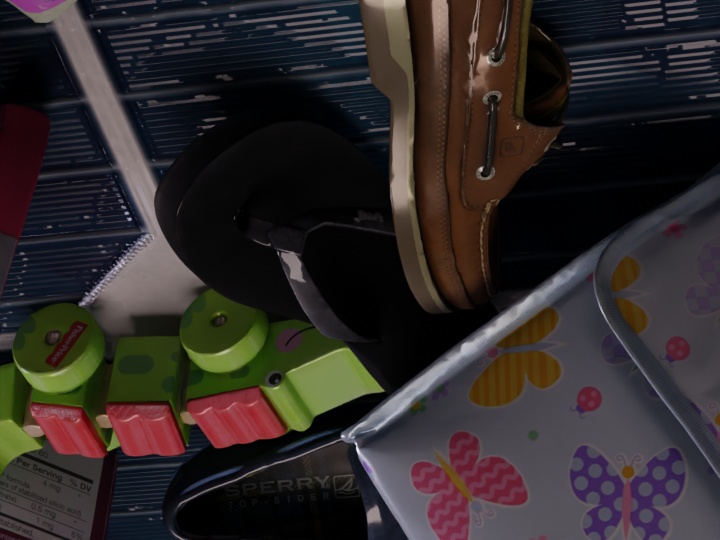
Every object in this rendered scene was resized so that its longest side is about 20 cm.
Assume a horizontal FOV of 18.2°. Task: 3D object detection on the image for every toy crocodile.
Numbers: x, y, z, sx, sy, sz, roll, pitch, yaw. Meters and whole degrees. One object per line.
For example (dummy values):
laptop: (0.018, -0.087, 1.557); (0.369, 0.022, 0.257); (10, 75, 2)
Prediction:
toy crocodile: (-0.084, 0.053, 0.966); (0.199, 0.062, 0.068); (-7, 141, 13)

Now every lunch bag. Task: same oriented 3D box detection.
lunch bag: (0.121, 0.071, 0.844); (0.200, 0.170, 0.127); (-34, 171, 9)

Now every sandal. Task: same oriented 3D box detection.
sandal: (0.001, 0.000, 0.879); (0.200, 0.043, 0.076); (34, 90, -43)

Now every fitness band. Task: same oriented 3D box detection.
fitness band: (-0.159, 0.025, 0.824); (0.037, 0.201, 0.144); (20, 137, -10)

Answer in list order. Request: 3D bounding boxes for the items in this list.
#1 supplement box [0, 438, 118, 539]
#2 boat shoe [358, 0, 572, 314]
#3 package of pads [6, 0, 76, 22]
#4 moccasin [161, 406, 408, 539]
supplement box: (-0.195, 0.171, 1.017); (0.103, 0.201, 0.131); (26, 138, -25)
boat shoe: (0.043, -0.056, 0.802); (0.068, 0.072, 0.200); (-5, 140, 6)
package of pads: (-0.091, -0.173, 0.667); (0.200, 0.068, 0.154); (-29, 132, 35)
moccasin: (0.010, 0.100, 0.977); (0.199, 0.068, 0.081); (-15, 98, 14)
